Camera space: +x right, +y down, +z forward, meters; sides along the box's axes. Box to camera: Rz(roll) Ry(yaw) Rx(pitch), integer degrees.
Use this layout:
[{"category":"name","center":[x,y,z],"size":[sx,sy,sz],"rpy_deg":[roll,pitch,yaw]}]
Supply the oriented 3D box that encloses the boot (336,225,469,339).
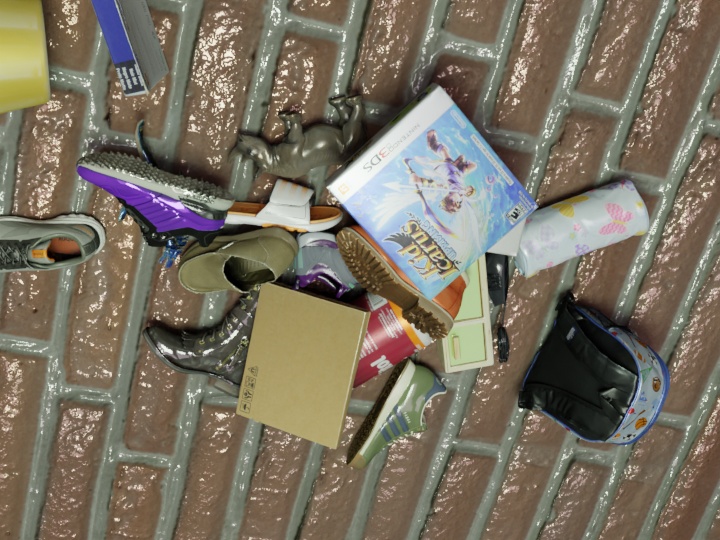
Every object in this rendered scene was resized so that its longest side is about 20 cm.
[{"category":"boot","center":[0.060,-0.009,1.113],"size":[0.200,0.075,0.107],"rpy_deg":[40,62,-12]}]

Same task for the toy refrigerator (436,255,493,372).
[{"category":"toy refrigerator","center":[0.147,0.045,1.211],"size":[0.076,0.070,0.200],"rpy_deg":[-9,112,-3]}]

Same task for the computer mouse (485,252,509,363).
[{"category":"computer mouse","center":[0.205,0.055,1.235],"size":[0.034,0.059,0.200],"rpy_deg":[1,117,16]}]

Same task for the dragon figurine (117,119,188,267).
[{"category":"dragon figurine","center":[-0.270,-0.105,1.112],"size":[0.099,0.059,0.200],"rpy_deg":[9,110,-10]}]

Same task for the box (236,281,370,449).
[{"category":"box","center":[-0.083,0.130,1.142],"size":[0.163,0.021,0.200],"rpy_deg":[16,100,19]}]

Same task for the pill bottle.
[{"category":"pill bottle","center":[-0.005,0.105,1.193],"size":[0.200,0.113,0.113],"rpy_deg":[-31,111,7]}]

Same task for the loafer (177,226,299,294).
[{"category":"loafer","center":[-0.178,-0.007,1.121],"size":[0.200,0.068,0.076],"rpy_deg":[-18,123,31]}]

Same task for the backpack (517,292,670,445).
[{"category":"backpack","center":[0.356,0.165,1.216],"size":[0.154,0.191,0.200],"rpy_deg":[9,111,-27]}]

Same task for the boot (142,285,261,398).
[{"category":"boot","center":[-0.192,0.079,1.194],"size":[0.200,0.069,0.174],"rpy_deg":[31,102,-24]}]

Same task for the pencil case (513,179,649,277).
[{"category":"pencil case","center":[0.310,-0.058,1.182],"size":[0.200,0.083,0.091],"rpy_deg":[-22,116,2]}]

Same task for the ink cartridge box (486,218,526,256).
[{"category":"ink cartridge box","center":[0.109,-0.091,1.113],"size":[0.199,0.145,0.084],"rpy_deg":[9,107,-10]}]

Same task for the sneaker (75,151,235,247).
[{"category":"sneaker","center":[-0.270,-0.080,1.052],"size":[0.200,0.070,0.100],"rpy_deg":[18,110,-12]}]

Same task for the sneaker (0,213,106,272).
[{"category":"sneaker","center":[-0.452,-0.033,1.109],"size":[0.200,0.079,0.074],"rpy_deg":[-8,113,-2]}]

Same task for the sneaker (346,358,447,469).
[{"category":"sneaker","center":[0.061,0.237,1.274],"size":[0.090,0.067,0.200],"rpy_deg":[27,103,-10]}]

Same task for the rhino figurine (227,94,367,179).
[{"category":"rhino figurine","center":[-0.084,-0.171,1.108],"size":[0.200,0.060,0.088],"rpy_deg":[-15,109,1]}]

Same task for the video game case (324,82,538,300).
[{"category":"video game case","center":[0.087,-0.093,1.010],"size":[0.181,0.045,0.200],"rpy_deg":[-41,107,7]}]

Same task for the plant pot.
[{"category":"plant pot","center":[-0.471,-0.261,0.970],"size":[0.188,0.201,0.201],"rpy_deg":[-6,112,-21]}]

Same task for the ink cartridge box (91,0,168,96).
[{"category":"ink cartridge box","center":[-0.284,-0.309,0.957],"size":[0.041,0.200,0.200],"rpy_deg":[-15,111,0]}]

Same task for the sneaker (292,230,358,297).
[{"category":"sneaker","center":[0.000,0.000,1.156],"size":[0.199,0.074,0.088],"rpy_deg":[6,77,-13]}]

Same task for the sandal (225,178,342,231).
[{"category":"sandal","center":[-0.125,-0.094,1.122],"size":[0.206,0.079,0.059],"rpy_deg":[3,111,-5]}]
